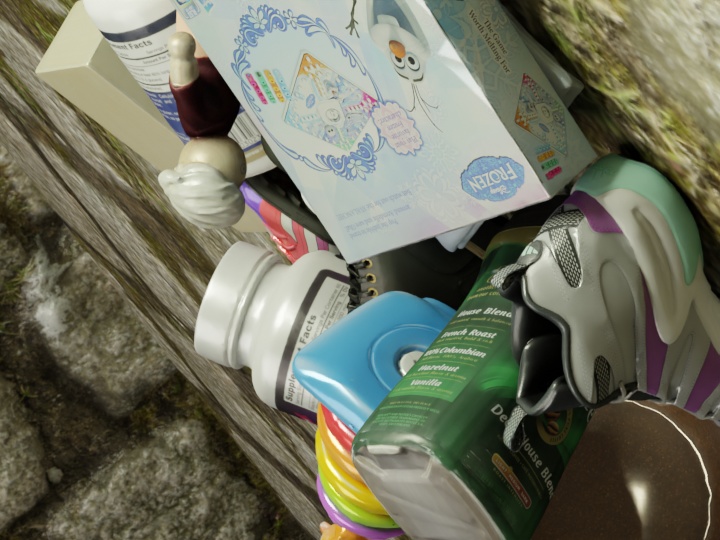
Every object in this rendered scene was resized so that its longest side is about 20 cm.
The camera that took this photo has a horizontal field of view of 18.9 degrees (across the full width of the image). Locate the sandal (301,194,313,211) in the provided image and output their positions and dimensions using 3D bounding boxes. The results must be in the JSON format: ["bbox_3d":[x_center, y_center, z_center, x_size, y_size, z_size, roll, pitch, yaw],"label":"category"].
[{"bbox_3d":[-0.014,-0.061,1.422,0.079,0.059,0.207,56,171,-35],"label":"sandal"}]

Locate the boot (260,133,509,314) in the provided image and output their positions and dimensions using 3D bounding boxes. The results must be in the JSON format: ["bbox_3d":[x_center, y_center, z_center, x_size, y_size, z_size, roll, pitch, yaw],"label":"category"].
[{"bbox_3d":[0.000,0.000,1.294,0.200,0.138,0.077,30,-170,-21],"label":"boot"}]

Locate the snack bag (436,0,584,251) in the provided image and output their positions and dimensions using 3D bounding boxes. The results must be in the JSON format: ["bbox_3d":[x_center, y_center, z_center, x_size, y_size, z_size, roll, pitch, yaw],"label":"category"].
[{"bbox_3d":[0.015,-0.120,1.149,0.200,0.021,0.189,46,150,8],"label":"snack bag"}]

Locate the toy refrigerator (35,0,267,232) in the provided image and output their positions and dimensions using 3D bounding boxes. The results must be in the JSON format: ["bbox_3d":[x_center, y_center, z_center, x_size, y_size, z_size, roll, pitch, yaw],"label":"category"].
[{"bbox_3d":[-0.119,-0.109,1.501,0.200,0.070,0.076,39,158,-29],"label":"toy refrigerator"}]

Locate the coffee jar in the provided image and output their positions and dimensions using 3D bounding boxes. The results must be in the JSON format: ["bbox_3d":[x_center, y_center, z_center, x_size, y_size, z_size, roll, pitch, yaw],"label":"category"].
[{"bbox_3d":[0.086,0.055,1.169,0.085,0.200,0.104,-4,132,47],"label":"coffee jar"}]

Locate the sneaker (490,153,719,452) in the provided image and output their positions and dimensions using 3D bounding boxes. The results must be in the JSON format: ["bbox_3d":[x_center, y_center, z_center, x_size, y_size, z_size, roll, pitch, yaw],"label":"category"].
[{"bbox_3d":[0.133,0.053,1.109,0.200,0.140,0.078,53,168,-23],"label":"sneaker"}]

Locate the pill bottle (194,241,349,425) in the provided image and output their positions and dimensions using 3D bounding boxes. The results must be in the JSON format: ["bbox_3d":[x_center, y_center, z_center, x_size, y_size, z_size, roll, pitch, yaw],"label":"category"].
[{"bbox_3d":[-0.003,0.053,1.426,0.200,0.112,0.111,21,163,12],"label":"pill bottle"}]

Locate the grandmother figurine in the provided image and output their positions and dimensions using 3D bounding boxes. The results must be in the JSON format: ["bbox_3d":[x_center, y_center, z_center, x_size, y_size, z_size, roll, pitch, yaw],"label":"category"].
[{"bbox_3d":[-0.089,-0.124,1.264,0.060,0.200,0.121,2,-173,18],"label":"grandmother figurine"}]

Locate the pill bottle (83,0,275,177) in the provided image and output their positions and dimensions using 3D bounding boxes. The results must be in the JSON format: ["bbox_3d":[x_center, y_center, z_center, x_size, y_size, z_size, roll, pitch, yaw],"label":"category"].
[{"bbox_3d":[-0.106,-0.164,1.376,0.200,0.111,0.111,55,168,-31],"label":"pill bottle"}]

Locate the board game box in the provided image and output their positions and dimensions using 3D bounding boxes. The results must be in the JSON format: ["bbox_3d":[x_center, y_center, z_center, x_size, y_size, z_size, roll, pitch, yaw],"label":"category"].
[{"bbox_3d":[0.001,-0.110,1.113,0.199,0.043,0.200,57,149,-10],"label":"board game box"}]

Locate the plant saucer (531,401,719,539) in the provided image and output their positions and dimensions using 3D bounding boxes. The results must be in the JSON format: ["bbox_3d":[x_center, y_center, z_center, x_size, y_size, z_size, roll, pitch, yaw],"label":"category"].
[{"bbox_3d":[0.135,0.141,1.291,0.200,0.200,0.037,41,180,35],"label":"plant saucer"}]

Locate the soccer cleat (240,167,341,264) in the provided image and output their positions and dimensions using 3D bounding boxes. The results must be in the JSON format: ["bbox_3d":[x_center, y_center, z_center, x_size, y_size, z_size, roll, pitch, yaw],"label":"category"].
[{"bbox_3d":[-0.025,-0.015,1.493,0.200,0.073,0.068,31,-152,-40],"label":"soccer cleat"}]

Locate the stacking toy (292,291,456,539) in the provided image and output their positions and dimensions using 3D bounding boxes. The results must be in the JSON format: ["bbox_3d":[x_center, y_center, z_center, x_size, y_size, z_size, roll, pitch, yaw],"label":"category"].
[{"bbox_3d":[0.012,0.120,1.289,0.116,0.110,0.200,40,138,20],"label":"stacking toy"}]
